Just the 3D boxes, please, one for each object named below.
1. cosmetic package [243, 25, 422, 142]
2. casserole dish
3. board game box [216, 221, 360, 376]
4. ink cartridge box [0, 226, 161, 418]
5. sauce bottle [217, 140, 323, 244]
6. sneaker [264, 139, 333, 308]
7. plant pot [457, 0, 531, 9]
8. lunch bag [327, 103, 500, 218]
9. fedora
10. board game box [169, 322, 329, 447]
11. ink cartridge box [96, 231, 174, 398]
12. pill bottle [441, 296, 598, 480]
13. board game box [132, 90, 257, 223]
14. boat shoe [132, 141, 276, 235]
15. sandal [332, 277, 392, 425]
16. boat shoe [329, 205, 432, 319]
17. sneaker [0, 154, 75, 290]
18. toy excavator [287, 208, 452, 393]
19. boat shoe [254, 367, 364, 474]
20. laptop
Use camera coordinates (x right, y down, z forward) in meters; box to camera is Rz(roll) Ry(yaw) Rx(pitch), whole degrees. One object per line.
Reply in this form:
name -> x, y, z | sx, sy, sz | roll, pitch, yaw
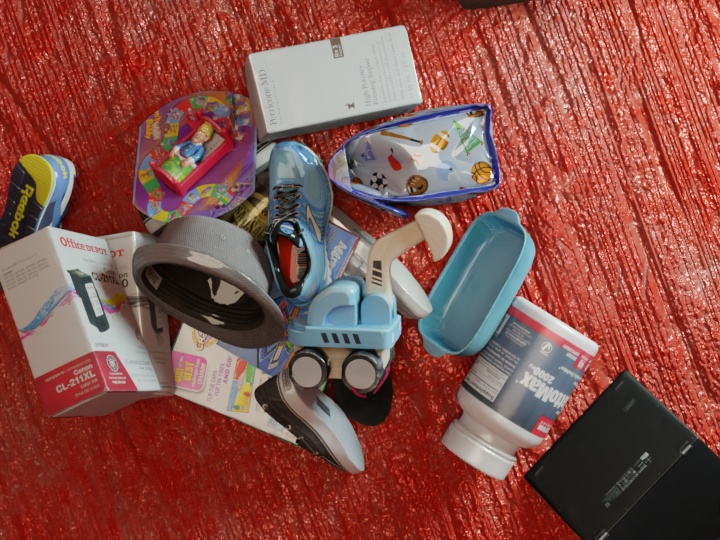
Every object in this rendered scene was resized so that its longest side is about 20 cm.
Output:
cosmetic package -> -0.035, -0.228, 1.549 | 0.198, 0.074, 0.103 | -14, 89, -12
casserole dish -> 0.145, 0.021, 1.546 | 0.039, 0.121, 0.201 | 29, 92, -33
board game box -> -0.088, 0.026, 1.553 | 0.102, 0.019, 0.201 | 28, 95, 14
ink cartridge box -> -0.324, 0.060, 1.453 | 0.082, 0.146, 0.201 | -24, 80, 12
sauce bottle -> -0.128, -0.076, 1.583 | 0.066, 0.066, 0.200 | 40, 94, 3
sneaker -> -0.075, -0.057, 1.496 | 0.078, 0.090, 0.202 | -8, 86, 13
plant pot -> 0.195, -0.396, 1.513 | 0.199, 0.187, 0.188 | -24, 89, 19
lunch bag -> 0.062, -0.126, 1.517 | 0.198, 0.170, 0.125 | -8, 92, 3
fedora -> -0.170, 0.002, 1.499 | 0.199, 0.177, 0.091 | 29, 60, -17
board game box -> -0.136, 0.113, 1.597 | 0.199, 0.040, 0.154 | 22, 92, 4
ink cartridge box -> -0.317, 0.061, 1.571 | 0.144, 0.085, 0.202 | -8, 81, 15
pill bottle -> 0.187, 0.145, 1.533 | 0.119, 0.120, 0.201 | 31, 93, 4
board game box -> -0.207, -0.151, 1.551 | 0.157, 0.039, 0.201 | -7, 57, 10
boat shoe -> -0.193, -0.118, 1.585 | 0.199, 0.071, 0.064 | -29, 89, 6
sandal -> 0.003, 0.108, 1.551 | 0.074, 0.045, 0.202 | -8, 116, -10
boat shoe -> 0.000, 0.000, 1.574 | 0.200, 0.072, 0.069 | 41, 107, 1
sneaker -> -0.415, -0.060, 1.604 | 0.074, 0.082, 0.201 | 36, 114, 8
toy excavator -> 0.009, 0.031, 1.457 | 0.193, 0.100, 0.202 | 1, 103, 12
boat shoe -> -0.059, 0.187, 1.542 | 0.056, 0.069, 0.200 | -23, 132, 16
laptop -> 0.347, 0.268, 1.576 | 0.187, 0.116, 0.200 | -47, 58, 3
